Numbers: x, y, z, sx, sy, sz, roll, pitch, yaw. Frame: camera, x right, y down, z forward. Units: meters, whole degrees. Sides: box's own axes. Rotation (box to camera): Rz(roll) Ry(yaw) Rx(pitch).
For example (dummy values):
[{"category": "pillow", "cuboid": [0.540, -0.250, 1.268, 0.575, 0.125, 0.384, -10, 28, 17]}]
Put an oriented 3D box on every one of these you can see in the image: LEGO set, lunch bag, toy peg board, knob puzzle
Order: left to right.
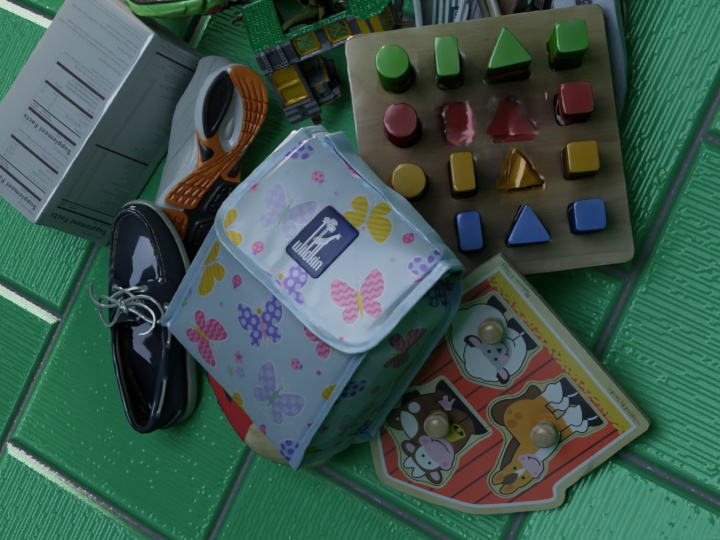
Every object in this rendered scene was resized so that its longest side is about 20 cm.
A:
[{"category": "lunch bag", "cuboid": [-0.032, 0.015, 1.307, 0.170, 0.127, 0.200, 46, 122, 21]}, {"category": "LEGO set", "cuboid": [-0.033, -0.220, 1.533, 0.154, 0.116, 0.200, -28, 52, 0]}, {"category": "knob puzzle", "cuboid": [0.087, 0.110, 1.355, 0.219, 0.030, 0.220, 5, 112, 11]}, {"category": "toy peg board", "cuboid": [0.096, -0.094, 1.328, 0.200, 0.098, 0.199, -7, 88, 3]}]

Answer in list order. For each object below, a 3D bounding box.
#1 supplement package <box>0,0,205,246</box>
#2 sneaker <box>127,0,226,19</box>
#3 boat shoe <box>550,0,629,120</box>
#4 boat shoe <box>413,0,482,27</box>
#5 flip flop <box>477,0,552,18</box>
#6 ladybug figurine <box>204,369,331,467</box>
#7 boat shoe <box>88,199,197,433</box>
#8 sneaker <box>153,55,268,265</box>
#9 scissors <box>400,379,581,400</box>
[{"category": "supplement package", "cuboid": [-0.243, -0.141, 1.612, 0.110, 0.114, 0.200, 38, 98, 29]}, {"category": "sneaker", "cuboid": [-0.179, -0.279, 1.590, 0.200, 0.077, 0.084, 43, 136, 50]}, {"category": "boat shoe", "cuboid": [0.178, -0.192, 1.414, 0.074, 0.068, 0.200, -3, 102, 18]}, {"category": "boat shoe", "cuboid": [0.078, -0.257, 1.486, 0.074, 0.067, 0.200, -13, 73, 26]}, {"category": "flip flop", "cuboid": [0.128, -0.220, 1.441, 0.058, 0.081, 0.200, -14, 76, 31]}, {"category": "ladybug figurine", "cuboid": [-0.084, 0.075, 1.466, 0.200, 0.072, 0.136, 63, 152, 26]}, {"category": "boat shoe", "cuboid": [-0.189, 0.041, 1.534, 0.075, 0.062, 0.200, 3, 101, 28]}, {"category": "sneaker", "cuboid": [-0.142, -0.097, 1.582, 0.200, 0.076, 0.092, -66, 28, 13]}, {"category": "scissors", "cuboid": [0.067, 0.090, 1.378, 0.200, 0.014, 0.073, 19, 102, 10]}]
